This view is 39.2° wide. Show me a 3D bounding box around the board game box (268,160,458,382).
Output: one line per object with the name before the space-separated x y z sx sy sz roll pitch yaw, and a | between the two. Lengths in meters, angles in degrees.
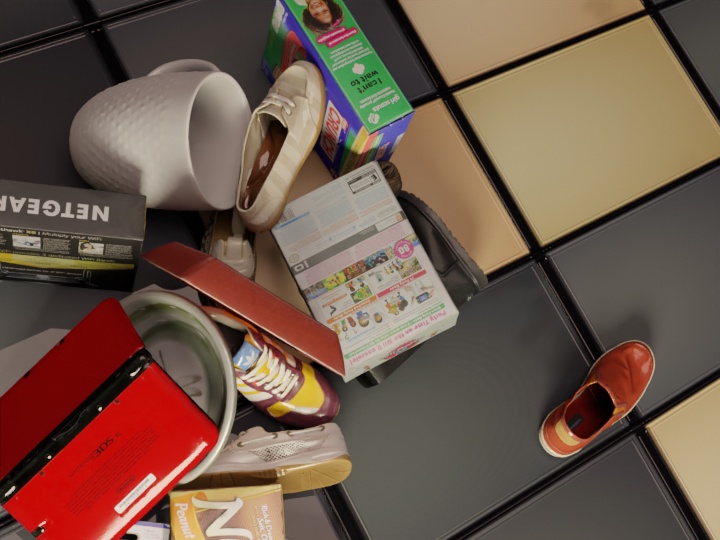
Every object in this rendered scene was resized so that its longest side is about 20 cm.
board game box | 0.000 0.000 1.135 0.146 0.064 0.202 -26 75 -7

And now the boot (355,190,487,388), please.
boot | 0.032 0.019 1.210 0.199 0.066 0.165 -40 78 -19

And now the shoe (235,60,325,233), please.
shoe | -0.090 -0.142 1.109 0.069 0.053 0.203 12 79 25

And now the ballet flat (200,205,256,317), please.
ballet flat | -0.147 -0.048 1.165 0.067 0.075 0.203 8 68 -15

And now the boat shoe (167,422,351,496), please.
boat shoe | -0.111 0.205 1.090 0.197 0.071 0.070 -6 49 -12

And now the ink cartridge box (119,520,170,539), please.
ink cartridge box | -0.250 0.351 1.001 0.098 0.039 0.203 11 69 -13

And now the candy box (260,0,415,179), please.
candy box | -0.032 -0.220 1.215 0.076 0.169 0.201 -31 81 -20

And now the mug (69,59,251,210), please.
mug | -0.220 -0.162 1.134 0.173 0.148 0.202 1 54 23

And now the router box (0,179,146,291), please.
router box | -0.330 -0.035 1.057 0.197 0.157 0.053 6 68 -16

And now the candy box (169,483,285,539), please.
candy box | -0.129 0.320 1.004 0.114 0.055 0.203 -2 68 -10

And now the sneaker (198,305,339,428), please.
sneaker | -0.110 0.109 1.101 0.198 0.090 0.076 30 81 0

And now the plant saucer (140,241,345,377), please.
plant saucer | -0.119 0.031 1.049 0.198 0.200 0.037 33 84 -23

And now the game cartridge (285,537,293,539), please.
game cartridge | -0.084 0.384 1.044 0.132 0.041 0.203 18 66 -7

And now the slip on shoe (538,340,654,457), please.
slip on shoe | 0.300 0.154 1.239 0.199 0.061 0.074 -36 82 -27

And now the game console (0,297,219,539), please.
game console | -0.266 0.161 1.016 0.200 0.119 0.173 -43 103 -1

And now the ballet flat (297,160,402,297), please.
ballet flat | -0.015 -0.052 1.203 0.067 0.046 0.201 26 71 29

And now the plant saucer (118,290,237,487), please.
plant saucer | -0.203 0.122 1.055 0.050 0.199 0.202 2 60 -65
